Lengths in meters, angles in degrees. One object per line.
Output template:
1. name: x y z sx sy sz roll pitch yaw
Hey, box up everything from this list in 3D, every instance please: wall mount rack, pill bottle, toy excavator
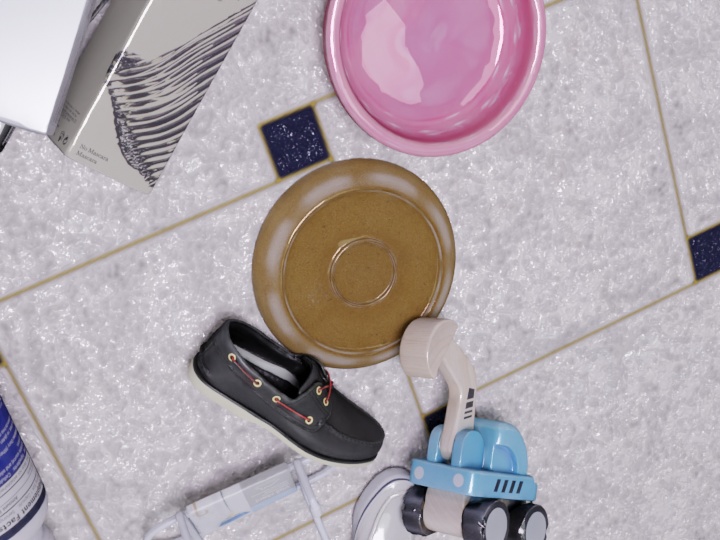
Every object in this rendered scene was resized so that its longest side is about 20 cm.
1. wall mount rack: -0.094 0.251 0.878 0.198 0.075 0.174 -23 149 -9
2. pill bottle: -0.323 0.173 0.752 0.115 0.116 0.202 -21 111 -11
3. toy excavator: 0.099 0.158 0.894 0.193 0.099 0.202 18 76 -44

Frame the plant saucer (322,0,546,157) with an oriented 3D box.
1. plant saucer: 0.060 -0.201 0.801 0.198 0.051 0.203 -5 108 -17

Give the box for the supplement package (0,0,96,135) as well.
1. supplement package: -0.280 -0.195 0.615 0.198 0.111 0.157 18 92 -17

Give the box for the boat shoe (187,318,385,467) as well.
1. boat shoe: -0.055 0.114 0.840 0.200 0.074 0.063 33 116 -20

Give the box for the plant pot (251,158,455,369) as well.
1. plant pot: 0.000 0.000 0.854 0.198 0.027 0.202 -5 108 -16

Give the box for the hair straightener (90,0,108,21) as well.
1. hair straightener: -0.280 -0.210 0.700 0.198 0.041 0.078 -4 107 -22

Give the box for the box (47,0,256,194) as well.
1. box: -0.158 -0.168 0.722 0.082 0.068 0.201 24 99 -39

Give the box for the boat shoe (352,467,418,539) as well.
1. boat shoe: 0.018 0.299 0.926 0.071 0.066 0.202 17 98 -24

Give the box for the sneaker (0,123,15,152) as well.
1. sneaker: -0.347 -0.075 0.702 0.115 0.075 0.201 28 86 -18
